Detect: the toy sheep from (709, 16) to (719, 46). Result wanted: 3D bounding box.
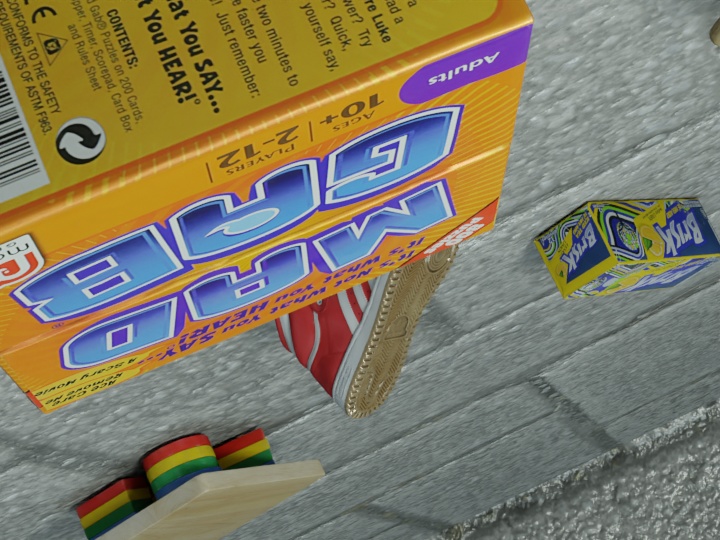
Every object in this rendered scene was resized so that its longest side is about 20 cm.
[{"bbox_3d":[0.286,-0.159,0.995,0.138,0.200,0.138,-59,-179,1],"label":"toy sheep"}]

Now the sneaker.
[{"bbox_3d":[0.000,0.000,1.302,0.071,0.112,0.200,-1,122,-49],"label":"sneaker"}]

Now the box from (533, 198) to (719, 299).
[{"bbox_3d":[0.250,-0.021,1.570,0.070,0.064,0.200,-36,161,35],"label":"box"}]

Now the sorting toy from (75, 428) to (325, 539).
[{"bbox_3d":[-0.173,0.224,1.725,0.199,0.070,0.200,-33,161,28],"label":"sorting toy"}]

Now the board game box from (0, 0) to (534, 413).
[{"bbox_3d":[-0.074,-0.095,0.626,0.199,0.200,0.200,-22,164,-6],"label":"board game box"}]
